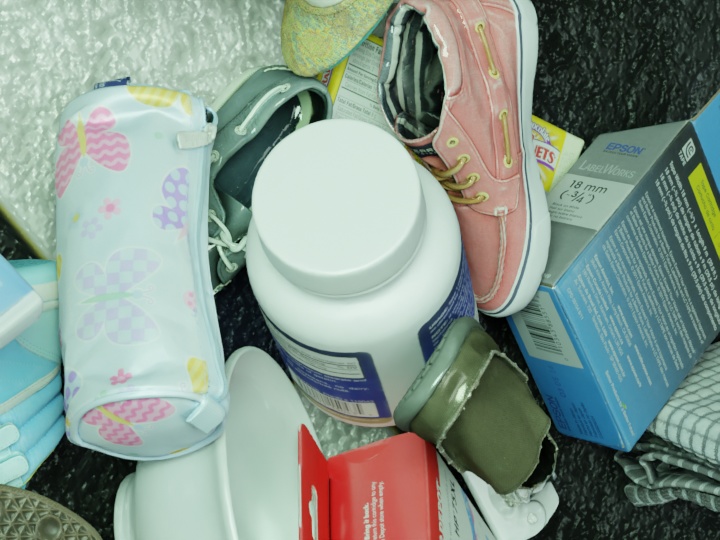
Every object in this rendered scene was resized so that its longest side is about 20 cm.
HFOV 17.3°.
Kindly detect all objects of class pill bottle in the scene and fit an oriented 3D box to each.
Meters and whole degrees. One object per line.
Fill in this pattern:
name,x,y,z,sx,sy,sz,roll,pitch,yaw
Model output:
pill bottle,0.000,0.000,1.308,0.120,0.119,0.200,-58,162,-16

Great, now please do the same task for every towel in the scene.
towel,0.281,0.107,1.553,0.199,0.165,0.086,-18,111,-33

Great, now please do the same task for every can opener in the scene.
can opener,0.060,0.080,1.459,0.052,0.066,0.201,-34,105,-25

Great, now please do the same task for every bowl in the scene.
bowl,-0.078,0.151,1.319,0.201,0.090,0.203,-15,90,-75

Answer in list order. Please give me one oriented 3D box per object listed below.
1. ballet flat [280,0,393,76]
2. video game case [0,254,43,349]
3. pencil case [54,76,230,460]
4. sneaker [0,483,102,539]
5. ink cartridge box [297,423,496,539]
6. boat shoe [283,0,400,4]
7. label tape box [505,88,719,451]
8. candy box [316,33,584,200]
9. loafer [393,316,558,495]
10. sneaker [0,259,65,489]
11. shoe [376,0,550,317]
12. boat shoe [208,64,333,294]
ballet flat,0.009,-0.199,1.308,0.071,0.071,0.200,34,102,-33
video game case,-0.287,0.014,1.151,0.182,0.022,0.200,44,64,13
pencil case,-0.115,-0.001,1.253,0.083,0.090,0.201,72,13,-60
sneaker,-0.230,0.138,1.223,0.199,0.075,0.071,12,86,-26
ink cartridge box,0.033,0.179,1.379,0.117,0.067,0.200,-92,158,-43
boat shoe,0.026,-0.194,1.395,0.199,0.067,0.074,-9,100,-35
label tape box,0.180,-0.007,1.513,0.200,0.063,0.145,-48,129,-28
candy box,0.048,-0.067,1.449,0.199,0.026,0.103,23,80,-36
loafer,0.075,0.081,1.327,0.075,0.069,0.200,-56,161,-1
sneaker,-0.234,0.074,1.229,0.199,0.079,0.132,-14,101,-33
shoe,0.056,-0.066,1.384,0.091,0.071,0.202,-14,107,-44
boat shoe,-0.083,-0.033,1.336,0.073,0.062,0.201,44,70,-30
